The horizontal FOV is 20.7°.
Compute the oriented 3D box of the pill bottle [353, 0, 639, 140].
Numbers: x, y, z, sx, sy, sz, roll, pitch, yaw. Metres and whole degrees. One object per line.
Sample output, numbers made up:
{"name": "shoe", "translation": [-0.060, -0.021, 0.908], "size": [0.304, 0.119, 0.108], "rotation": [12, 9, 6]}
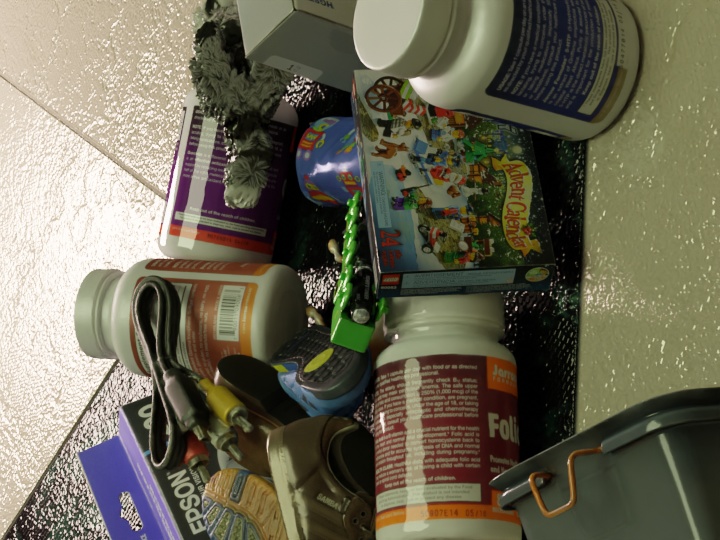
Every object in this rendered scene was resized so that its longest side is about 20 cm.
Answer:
{"name": "pill bottle", "translation": [0.101, -0.174, 1.495], "size": [0.120, 0.199, 0.120], "rotation": [-21, 64, 51]}

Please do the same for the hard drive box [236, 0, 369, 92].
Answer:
{"name": "hard drive box", "translation": [-0.035, -0.270, 1.760], "size": [0.077, 0.156, 0.201], "rotation": [-37, 51, 39]}

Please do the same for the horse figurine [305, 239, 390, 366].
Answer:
{"name": "horse figurine", "translation": [0.001, 0.031, 1.721], "size": [0.132, 0.050, 0.201], "rotation": [34, 107, 56]}

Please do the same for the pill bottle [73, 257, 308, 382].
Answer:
{"name": "pill bottle", "translation": [-0.157, 0.045, 1.818], "size": [0.199, 0.112, 0.113], "rotation": [3, 82, 21]}

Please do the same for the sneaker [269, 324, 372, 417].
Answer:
{"name": "sneaker", "translation": [-0.017, 0.094, 1.618], "size": [0.066, 0.079, 0.200], "rotation": [-38, 10, -10]}

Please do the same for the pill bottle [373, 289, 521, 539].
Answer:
{"name": "pill bottle", "translation": [0.067, 0.117, 1.540], "size": [0.114, 0.114, 0.201], "rotation": [-22, 63, 52]}

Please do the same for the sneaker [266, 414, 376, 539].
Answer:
{"name": "sneaker", "translation": [-0.014, 0.211, 1.547], "size": [0.075, 0.070, 0.201], "rotation": [-19, 82, 11]}

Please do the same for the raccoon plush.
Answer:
{"name": "raccoon plush", "translation": [-0.124, -0.168, 1.811], "size": [0.134, 0.096, 0.201], "rotation": [-130, 54, -71]}

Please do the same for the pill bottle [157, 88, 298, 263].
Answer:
{"name": "pill bottle", "translation": [-0.123, -0.102, 1.887], "size": [0.112, 0.112, 0.201], "rotation": [12, 91, 56]}

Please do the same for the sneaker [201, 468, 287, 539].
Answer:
{"name": "sneaker", "translation": [-0.044, 0.224, 1.661], "size": [0.200, 0.088, 0.076], "rotation": [22, 95, 34]}

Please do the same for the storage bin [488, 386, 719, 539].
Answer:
{"name": "storage bin", "translation": [0.192, 0.174, 1.330], "size": [0.200, 0.145, 0.135], "rotation": [-36, 63, 46]}

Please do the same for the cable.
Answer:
{"name": "cable", "translation": [-0.159, 0.099, 1.723], "size": [0.097, 0.050, 0.200], "rotation": [-48, 46, 22]}

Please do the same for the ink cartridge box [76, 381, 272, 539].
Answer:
{"name": "ink cartridge box", "translation": [-0.143, 0.179, 1.778], "size": [0.198, 0.199, 0.043], "rotation": [-123, 15, -46]}

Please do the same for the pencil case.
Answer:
{"name": "pencil case", "translation": [0.023, -0.097, 1.702], "size": [0.087, 0.078, 0.200], "rotation": [-46, 24, -23]}

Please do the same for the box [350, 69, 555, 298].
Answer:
{"name": "box", "translation": [0.070, -0.073, 1.555], "size": [0.038, 0.136, 0.201], "rotation": [96, 169, -56]}

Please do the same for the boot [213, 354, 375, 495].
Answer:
{"name": "boot", "translation": [-0.052, 0.156, 1.710], "size": [0.200, 0.074, 0.076], "rotation": [35, 123, 25]}

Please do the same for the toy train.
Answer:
{"name": "toy train", "translation": [0.000, 0.000, 1.595], "size": [0.200, 0.042, 0.057], "rotation": [-85, 15, -62]}
